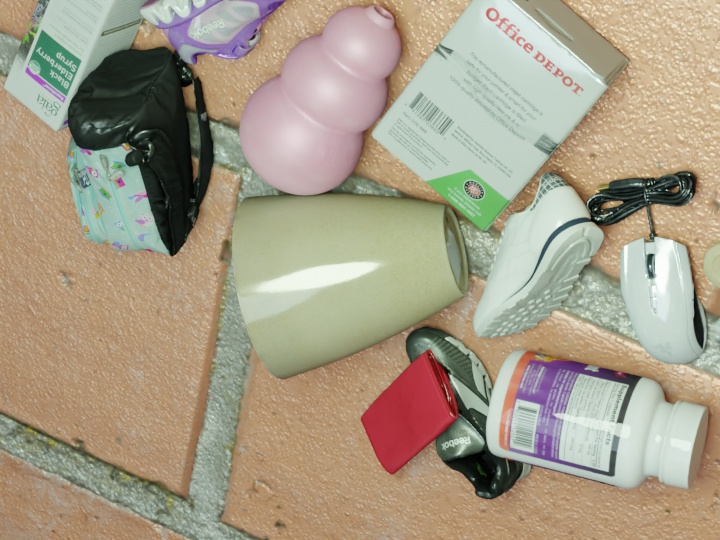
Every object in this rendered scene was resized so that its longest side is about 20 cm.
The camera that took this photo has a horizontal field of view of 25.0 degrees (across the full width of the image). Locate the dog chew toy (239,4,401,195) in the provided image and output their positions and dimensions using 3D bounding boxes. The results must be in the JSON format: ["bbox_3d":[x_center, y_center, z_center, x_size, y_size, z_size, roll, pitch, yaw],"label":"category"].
[{"bbox_3d":[-0.031,-0.169,1.570,0.125,0.125,0.200,39,116,4],"label":"dog chew toy"}]

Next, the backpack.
[{"bbox_3d":[-0.232,-0.113,1.678,0.127,0.167,0.200,9,133,17],"label":"backpack"}]

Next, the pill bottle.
[{"bbox_3d":[0.234,0.151,1.599,0.200,0.111,0.111,13,119,20],"label":"pill bottle"}]

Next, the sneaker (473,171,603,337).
[{"bbox_3d":[0.163,-0.008,1.588,0.081,0.076,0.200,60,138,25],"label":"sneaker"}]

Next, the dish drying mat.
[{"bbox_3d":[0.051,0.150,1.684,0.077,0.018,0.200,68,153,16],"label":"dish drying mat"}]

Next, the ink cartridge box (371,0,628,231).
[{"bbox_3d":[0.129,-0.161,1.513,0.146,0.084,0.200,41,124,2],"label":"ink cartridge box"}]

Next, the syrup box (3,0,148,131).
[{"bbox_3d":[-0.285,-0.248,1.672,0.079,0.081,0.200,39,124,11],"label":"syrup box"}]

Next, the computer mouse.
[{"bbox_3d":[0.282,0.006,1.545,0.110,0.044,0.200,-7,111,28],"label":"computer mouse"}]

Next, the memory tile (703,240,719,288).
[{"bbox_3d":[0.424,0.033,1.506,0.153,0.017,0.200,-32,98,34],"label":"memory tile"}]

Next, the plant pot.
[{"bbox_3d":[0.000,0.000,1.615,0.200,0.187,0.187,-11,110,15],"label":"plant pot"}]

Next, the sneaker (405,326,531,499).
[{"bbox_3d":[0.104,0.151,1.675,0.066,0.091,0.200,-26,101,32],"label":"sneaker"}]

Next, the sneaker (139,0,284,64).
[{"bbox_3d":[-0.119,-0.254,1.598,0.200,0.080,0.089,-11,116,35],"label":"sneaker"}]
